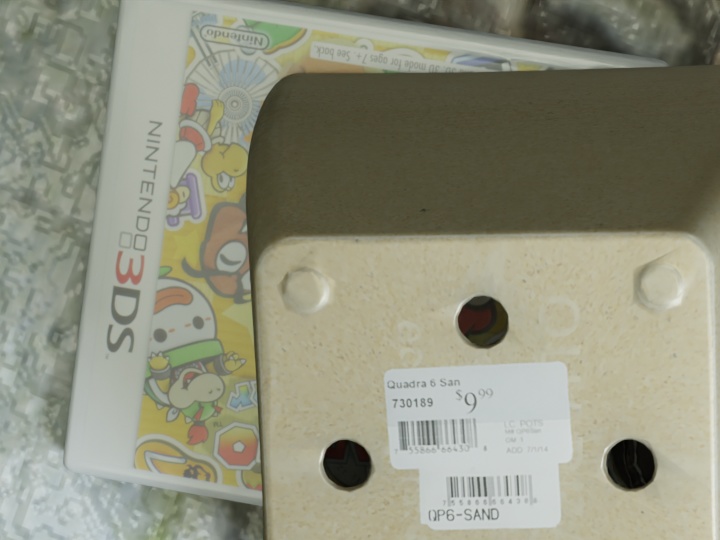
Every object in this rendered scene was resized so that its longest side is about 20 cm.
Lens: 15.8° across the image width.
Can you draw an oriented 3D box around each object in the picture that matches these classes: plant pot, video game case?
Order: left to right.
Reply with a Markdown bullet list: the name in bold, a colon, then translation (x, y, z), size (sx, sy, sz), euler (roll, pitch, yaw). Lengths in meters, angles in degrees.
- **video game case**: translation (0.000, 0.000, 0.940), size (0.199, 0.023, 0.183), euler (9, 100, 6)
- **plant pot**: translation (0.051, 0.044, 0.834), size (0.198, 0.177, 0.201), euler (0, 100, 11)

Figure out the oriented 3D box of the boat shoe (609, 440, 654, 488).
- **boat shoe**: translation (0.140, -0.002, 0.931), size (0.071, 0.060, 0.201), euler (22, 99, -3)
